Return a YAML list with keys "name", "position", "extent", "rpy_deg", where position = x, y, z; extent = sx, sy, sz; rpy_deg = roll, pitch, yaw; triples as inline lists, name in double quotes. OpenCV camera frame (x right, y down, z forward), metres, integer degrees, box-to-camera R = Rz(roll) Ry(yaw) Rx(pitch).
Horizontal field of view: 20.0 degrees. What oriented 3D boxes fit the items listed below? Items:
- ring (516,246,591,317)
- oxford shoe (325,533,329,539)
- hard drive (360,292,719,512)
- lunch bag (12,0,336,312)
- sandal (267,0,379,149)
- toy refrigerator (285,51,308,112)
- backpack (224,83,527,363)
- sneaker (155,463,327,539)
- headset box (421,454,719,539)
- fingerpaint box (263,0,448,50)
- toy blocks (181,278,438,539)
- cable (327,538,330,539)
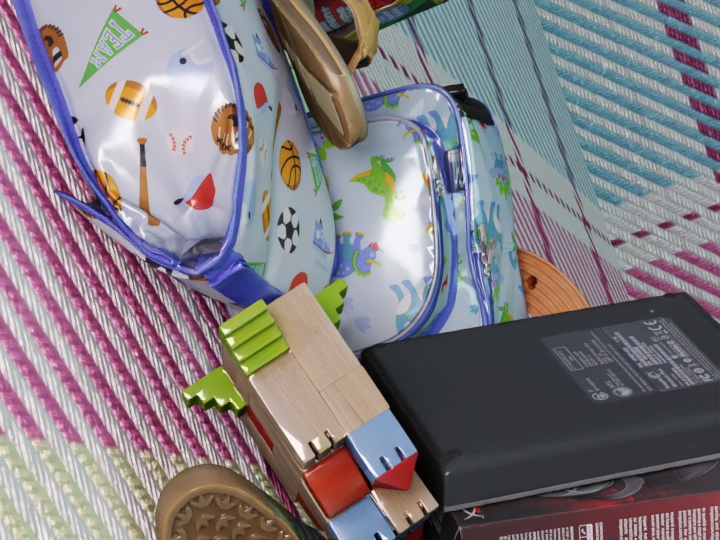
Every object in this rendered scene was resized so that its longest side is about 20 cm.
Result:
- name: "ring"
  position: [0.087, 0.084, 1.278]
  extent: [0.019, 0.200, 0.201]
  rpy_deg: [2, 66, -44]
- name: "oxford shoe"
  position: [0.010, 0.167, 1.298]
  extent: [0.073, 0.071, 0.201]
  rpy_deg: [85, -3, -72]
- name: "hard drive"
  position: [0.114, 0.067, 1.110]
  extent: [0.140, 0.199, 0.033]
  rpy_deg: [-126, -149, -59]
- name: "lunch bag"
  position: [-0.090, -0.068, 1.082]
  extent: [0.200, 0.124, 0.170]
  rpy_deg: [67, 10, 17]
- name: "sandal"
  position: [-0.019, -0.139, 1.133]
  extent: [0.200, 0.054, 0.080]
  rpy_deg: [-109, 178, -60]
- name: "toy refrigerator"
  position: [-0.039, -0.040, 1.353]
  extent: [0.076, 0.070, 0.201]
  rpy_deg: [9, 62, -74]
- name: "backpack"
  position: [0.000, 0.000, 1.225]
  extent: [0.147, 0.182, 0.201]
  rpy_deg: [-9, 88, -70]
- name: "sneaker"
  position: [-0.050, 0.158, 1.071]
  extent: [0.200, 0.067, 0.090]
  rpy_deg: [53, 3, -33]
- name: "headset box"
  position: [0.134, 0.131, 1.116]
  extent: [0.149, 0.199, 0.077]
  rpy_deg: [-122, -154, -70]
- name: "fingerpaint box"
  position: [-0.051, -0.198, 1.313]
  extent: [0.200, 0.166, 0.074]
  rpy_deg: [31, 39, -71]
- name: "toy blocks"
  position: [-0.014, 0.091, 1.055]
  extent: [0.137, 0.100, 0.200]
  rpy_deg: [56, -11, 10]
- name: "cable"
  position: [0.052, 0.220, 1.196]
  extent: [0.163, 0.200, 0.051]
  rpy_deg: [-57, 168, -32]
